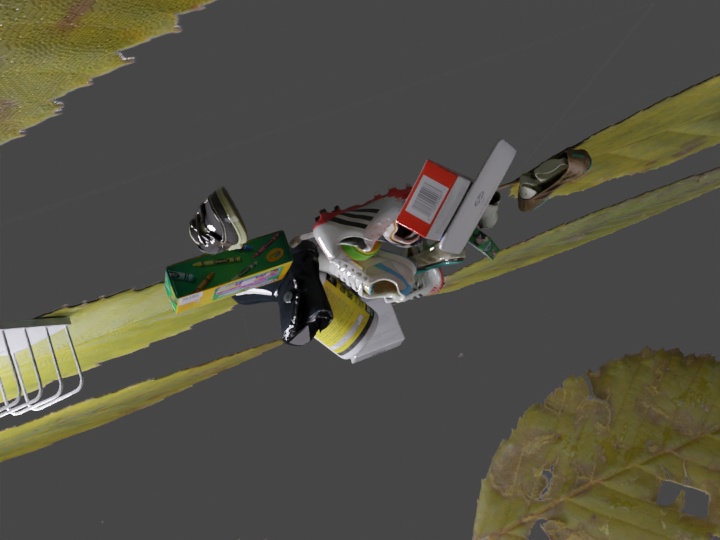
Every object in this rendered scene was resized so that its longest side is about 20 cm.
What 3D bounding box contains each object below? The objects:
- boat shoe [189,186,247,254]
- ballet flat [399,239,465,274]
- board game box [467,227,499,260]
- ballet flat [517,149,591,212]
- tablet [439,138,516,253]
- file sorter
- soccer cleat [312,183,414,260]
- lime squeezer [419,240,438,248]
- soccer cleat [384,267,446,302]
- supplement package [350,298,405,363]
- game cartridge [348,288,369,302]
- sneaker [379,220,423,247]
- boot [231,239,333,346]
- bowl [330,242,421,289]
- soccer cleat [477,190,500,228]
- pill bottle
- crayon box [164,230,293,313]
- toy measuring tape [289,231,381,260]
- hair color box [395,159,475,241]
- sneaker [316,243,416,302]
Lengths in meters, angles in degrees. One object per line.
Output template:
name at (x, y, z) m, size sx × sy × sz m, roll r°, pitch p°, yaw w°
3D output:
boat shoe at (-0.190, -0.055, 1.224) m, size 0.066 × 0.072 × 0.201 m, roll -25°, pitch 176°, yaw -10°
ballet flat at (0.118, -0.027, 1.759) m, size 0.199 × 0.063 × 0.067 m, roll -16°, pitch 171°, yaw 42°
board game box at (0.199, -0.077, 1.798) m, size 0.029 × 0.134 × 0.200 m, roll -54°, pitch 166°, yaw 4°
ballet flat at (0.354, -0.177, 1.809) m, size 0.072 × 0.068 × 0.200 m, roll 10°, pitch 154°, yaw -33°
tablet at (0.196, -0.119, 1.546) m, size 0.201 × 0.014 × 0.130 m, roll -62°, pitch 161°, yaw 8°
file sorter at (-0.553, 0.159, 1.464) m, size 0.138 × 0.125 × 0.200 m, roll -24°, pitch 171°, yaw 22°
soccer cleat at (0.020, -0.078, 1.516) m, size 0.199 × 0.086 × 0.069 m, roll -19°, pitch 170°, yaw -16°
lime squeezer at (0.161, -0.043, 2.190) m, size 0.070 × 0.038 × 0.200 m, roll -18°, pitch 169°, yaw -21°
soccer cleat at (0.106, 0.027, 1.882) m, size 0.085 × 0.069 × 0.200 m, roll -23°, pitch 177°, yaw -21°
supplement package at (0.004, 0.085, 2.056) m, size 0.120 × 0.201 × 0.120 m, roll -20°, pitch 170°, yaw -7°
game cartridge at (-0.058, 0.069, 1.907) m, size 0.199 × 0.039 × 0.130 m, roll -21°, pitch 176°, yaw -1°
sneaker at (0.085, -0.078, 1.642) m, size 0.079 × 0.079 × 0.199 m, roll 0°, pitch -176°, yaw 36°
boot at (-0.143, 0.058, 1.644) m, size 0.199 × 0.169 × 0.076 m, roll -28°, pitch 142°, yaw 22°
bowl at (0.006, -0.014, 1.895) m, size 0.199 × 0.075 × 0.200 m, roll -14°, pitch 167°, yaw -38°
soccer cleat at (0.243, -0.126, 1.817) m, size 0.077 × 0.070 × 0.200 m, roll -28°, pitch 166°, yaw 19°
pill bottle at (-0.071, 0.069, 1.778) m, size 0.112 × 0.200 × 0.113 m, roll -44°, pitch -161°, yaw 20°
crayon box at (-0.217, 0.004, 1.536) m, size 0.199 × 0.059 × 0.119 m, roll -19°, pitch 171°, yaw -17°
toy measuring tape at (-0.028, -0.045, 1.646) m, size 0.199 × 0.074 × 0.073 m, roll -15°, pitch 169°, yaw -35°
hair color box at (0.136, -0.108, 1.528) m, size 0.111 × 0.064 × 0.200 m, roll -62°, pitch 160°, yaw 9°
sneaker at (0.000, 0.000, 1.715) m, size 0.198 × 0.081 × 0.077 m, roll 13°, pitch 139°, yaw 5°
